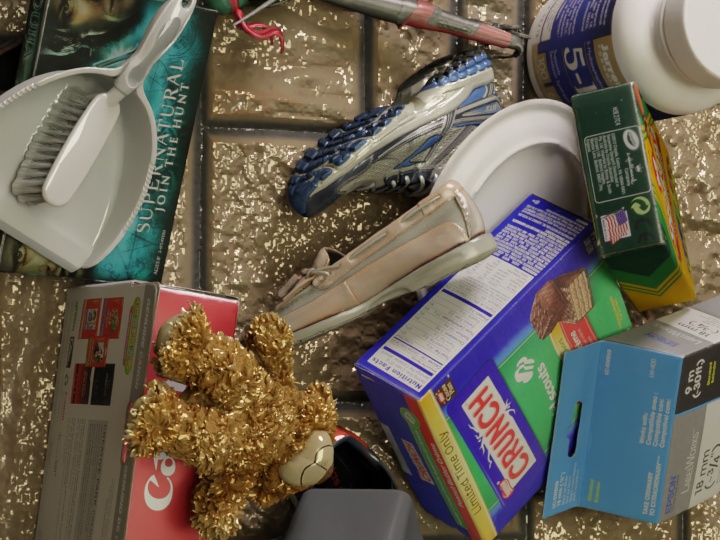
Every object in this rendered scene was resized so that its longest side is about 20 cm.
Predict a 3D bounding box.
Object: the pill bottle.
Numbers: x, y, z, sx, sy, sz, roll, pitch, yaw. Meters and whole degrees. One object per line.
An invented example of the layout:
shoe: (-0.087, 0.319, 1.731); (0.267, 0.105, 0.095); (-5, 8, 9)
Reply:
pill bottle: (0.225, -0.174, 1.515); (0.119, 0.200, 0.120); (2, 86, -26)

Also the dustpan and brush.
dustpan and brush: (-0.172, -0.106, 1.307); (0.139, 0.057, 0.201); (34, 83, -37)

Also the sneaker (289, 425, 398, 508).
sneaker: (0.011, 0.196, 1.454); (0.075, 0.084, 0.200); (-42, 105, -22)

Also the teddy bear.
teddy bear: (-0.076, 0.097, 1.273); (0.200, 0.066, 0.145); (57, 49, -42)

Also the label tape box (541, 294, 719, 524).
label tape box: (0.234, 0.113, 1.524); (0.199, 0.063, 0.145); (-17, 121, -42)

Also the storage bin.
storage bin: (-0.010, 0.253, 1.380); (0.135, 0.145, 0.201); (-71, 153, -48)

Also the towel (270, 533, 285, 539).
towel: (-0.090, 0.282, 1.399); (0.200, 0.022, 0.147); (-20, 98, -47)

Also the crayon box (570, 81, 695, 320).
crayon box: (0.211, -0.048, 1.500); (0.051, 0.200, 0.128); (-13, 73, 13)

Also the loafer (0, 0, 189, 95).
loafer: (-0.193, -0.149, 1.384); (0.199, 0.063, 0.072); (-21, 96, -25)

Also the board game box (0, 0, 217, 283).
board game box: (-0.179, -0.093, 1.365); (0.135, 0.028, 0.201); (5, 101, -38)

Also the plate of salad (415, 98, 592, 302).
plate of salad: (0.109, -0.037, 1.516); (0.199, 0.048, 0.201); (-21, 123, -36)

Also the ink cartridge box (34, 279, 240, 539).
ink cartridge box: (-0.145, 0.112, 1.332); (0.083, 0.175, 0.201); (10, 83, -26)

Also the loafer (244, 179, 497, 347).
loafer: (0.000, 0.000, 1.433); (0.199, 0.072, 0.063); (-25, 88, 15)

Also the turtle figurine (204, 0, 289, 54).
turtle figurine: (-0.058, -0.244, 1.437); (0.150, 0.101, 0.200); (40, 63, 14)

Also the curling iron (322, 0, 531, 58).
curling iron: (0.037, -0.193, 1.515); (0.199, 0.050, 0.026); (11, 82, -20)

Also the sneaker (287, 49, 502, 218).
sneaker: (0.036, -0.086, 1.489); (0.200, 0.077, 0.085); (-35, 107, -23)

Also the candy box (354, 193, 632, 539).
candy box: (0.109, 0.074, 1.481); (0.200, 0.077, 0.169); (-43, 133, -20)
